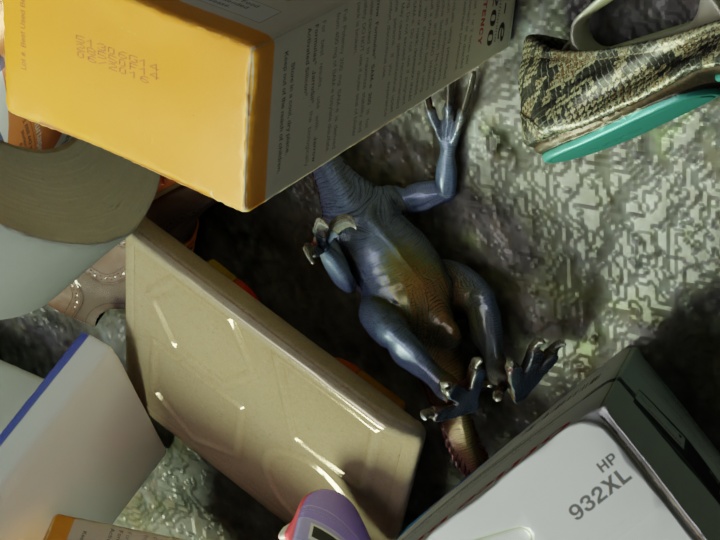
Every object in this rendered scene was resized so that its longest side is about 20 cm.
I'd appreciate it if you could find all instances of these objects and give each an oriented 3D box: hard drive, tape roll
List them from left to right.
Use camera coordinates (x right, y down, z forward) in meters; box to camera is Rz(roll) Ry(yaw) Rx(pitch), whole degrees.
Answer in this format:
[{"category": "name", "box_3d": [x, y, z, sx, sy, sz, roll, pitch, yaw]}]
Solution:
[{"category": "tape roll", "box_3d": [-0.184, -0.079, 0.793, 0.066, 0.200, 0.201, -36, 88, 30]}, {"category": "hard drive", "box_3d": [-0.185, 0.144, 0.941, 0.025, 0.200, 0.132, 27, 156, 22]}]

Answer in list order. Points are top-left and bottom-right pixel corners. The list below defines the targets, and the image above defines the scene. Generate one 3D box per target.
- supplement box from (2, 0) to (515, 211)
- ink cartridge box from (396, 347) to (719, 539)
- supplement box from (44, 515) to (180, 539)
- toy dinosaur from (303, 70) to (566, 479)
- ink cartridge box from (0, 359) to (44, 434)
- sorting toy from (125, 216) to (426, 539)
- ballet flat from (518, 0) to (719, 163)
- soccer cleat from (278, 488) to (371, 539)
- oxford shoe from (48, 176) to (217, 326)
[{"category": "supplement box", "box_3d": [-0.035, -0.110, 0.731, 0.126, 0.200, 0.074, 23, 127, 27]}, {"category": "ink cartridge box", "box_3d": [0.077, 0.116, 0.730, 0.145, 0.200, 0.084, -40, 85, 12]}, {"category": "supplement box", "box_3d": [-0.073, 0.211, 0.931, 0.199, 0.074, 0.126, 10, 138, 9]}, {"category": "toy dinosaur", "box_3d": [0.000, 0.000, 0.836, 0.181, 0.105, 0.201, 43, 140, 30]}, {"category": "ink cartridge box", "box_3d": [-0.264, 0.120, 1.045, 0.199, 0.148, 0.086, 21, 144, 27]}, {"category": "sorting toy", "box_3d": [-0.046, 0.067, 0.902, 0.185, 0.036, 0.200, 36, 153, 17]}, {"category": "ballet flat", "box_3d": [0.142, -0.095, 0.702, 0.199, 0.068, 0.076, -10, 89, 42]}, {"category": "soccer cleat", "box_3d": [0.006, 0.184, 0.805, 0.076, 0.201, 0.067, -21, 136, 18]}, {"category": "oxford shoe", "box_3d": [-0.106, -0.026, 0.928, 0.073, 0.071, 0.200, 46, 138, -18]}]
